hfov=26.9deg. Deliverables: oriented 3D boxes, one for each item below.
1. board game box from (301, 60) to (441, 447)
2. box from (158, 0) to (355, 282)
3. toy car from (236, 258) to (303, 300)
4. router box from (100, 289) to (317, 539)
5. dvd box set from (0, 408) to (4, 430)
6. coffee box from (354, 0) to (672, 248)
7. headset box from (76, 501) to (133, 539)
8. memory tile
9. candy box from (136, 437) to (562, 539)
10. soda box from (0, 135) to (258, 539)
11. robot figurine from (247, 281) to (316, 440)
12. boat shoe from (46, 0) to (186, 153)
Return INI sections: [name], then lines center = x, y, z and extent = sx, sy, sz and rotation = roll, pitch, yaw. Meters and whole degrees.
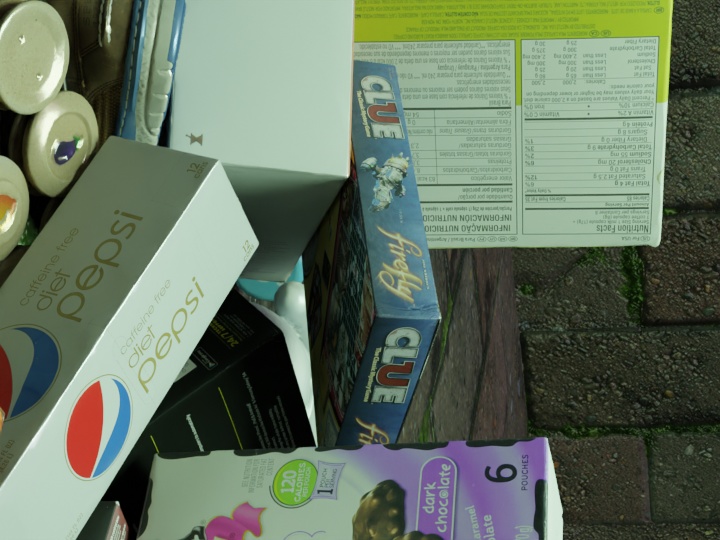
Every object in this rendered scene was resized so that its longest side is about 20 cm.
[board game box]
center = 0.000, 0.000, 0.823
extent = 0.201, 0.034, 0.136
rotation = -97, -163, -45
[box]
center = -0.071, -0.082, 0.875
extent = 0.200, 0.096, 0.126
rotation = 128, -35, -70
[toy car]
center = 0.007, -0.085, 1.165
extent = 0.185, 0.197, 0.179
rotation = -66, 151, -65
[router box]
center = -0.091, 0.129, 0.823
extent = 0.149, 0.051, 0.201
rotation = -35, 136, -21
[dvd box set]
center = -0.173, 0.096, 0.484
extent = 0.147, 0.029, 0.202
rotation = 73, 18, -51
[coffee box]
center = 0.092, -0.145, 0.970
extent = 0.200, 0.197, 0.200
rotation = -80, 167, -58
[headset box]
center = -0.143, 0.216, 0.708
extent = 0.149, 0.074, 0.201
rotation = -79, 162, -48
[memory tile]
center = -0.160, -0.006, 0.678
extent = 0.154, 0.017, 0.201
rotation = -52, 142, -39
[candy box]
center = -0.009, 0.168, 0.689
extent = 0.072, 0.197, 0.169
rotation = 73, 18, -47
[soda box]
center = -0.126, 0.037, 0.669
extent = 0.201, 0.067, 0.064
rotation = -60, 148, -28
[robot figurine]
center = -0.075, 0.089, 0.954
extent = 0.171, 0.112, 0.200
rotation = -61, 158, -15
[boat shoe]
center = -0.138, -0.074, 0.769
extent = 0.201, 0.072, 0.073
rotation = 112, -14, -48
